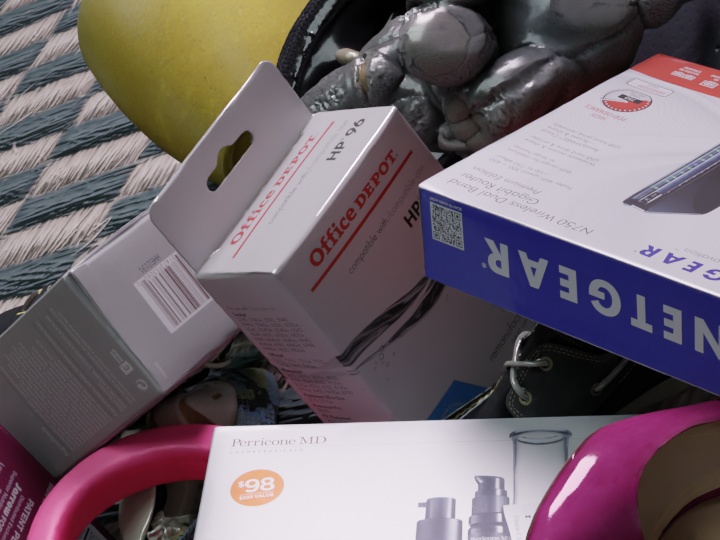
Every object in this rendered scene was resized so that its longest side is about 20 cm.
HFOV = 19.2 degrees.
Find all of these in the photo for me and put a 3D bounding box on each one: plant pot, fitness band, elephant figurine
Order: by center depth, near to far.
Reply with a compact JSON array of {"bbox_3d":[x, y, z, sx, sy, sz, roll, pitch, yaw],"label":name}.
[{"bbox_3d":[-0.070,0.140,1.046,0.200,0.037,0.144,8,50,25],"label":"fitness band"},{"bbox_3d":[0.053,-0.107,1.116,0.142,0.155,0.200,-57,3,-22],"label":"elephant figurine"},{"bbox_3d":[-0.065,-0.130,1.370,0.200,0.200,0.142,-34,56,10],"label":"plant pot"}]

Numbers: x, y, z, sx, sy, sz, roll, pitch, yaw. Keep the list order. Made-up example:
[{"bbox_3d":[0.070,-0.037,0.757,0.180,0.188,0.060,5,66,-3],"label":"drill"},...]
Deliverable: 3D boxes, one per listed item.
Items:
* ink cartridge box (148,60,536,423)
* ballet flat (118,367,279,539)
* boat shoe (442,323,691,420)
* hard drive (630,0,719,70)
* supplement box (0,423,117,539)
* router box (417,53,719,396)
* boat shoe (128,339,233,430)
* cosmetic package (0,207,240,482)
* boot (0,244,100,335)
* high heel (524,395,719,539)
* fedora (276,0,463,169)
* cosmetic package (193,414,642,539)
[{"bbox_3d":[0.000,0.000,1.063,0.068,0.200,0.116,-1,47,50],"label":"ink cartridge box"},{"bbox_3d":[-0.092,0.108,1.159,0.074,0.074,0.200,-24,32,26],"label":"ballet flat"},{"bbox_3d":[0.091,0.049,1.012,0.200,0.068,0.072,-35,34,-1],"label":"boat shoe"},{"bbox_3d":[0.165,-0.119,1.107,0.135,0.042,0.200,12,91,53],"label":"hard drive"},{"bbox_3d":[-0.224,0.152,1.111,0.131,0.200,0.103,-20,34,32],"label":"supplement box"},{"bbox_3d":[0.158,-0.023,0.943,0.200,0.049,0.179,22,39,39],"label":"router box"},{"bbox_3d":[-0.098,0.033,1.224,0.071,0.064,0.200,-11,-20,-32],"label":"boat shoe"},{"bbox_3d":[-0.155,0.055,1.154,0.200,0.090,0.107,-35,6,39],"label":"cosmetic package"},{"bbox_3d":[-0.223,0.083,1.350,0.154,0.073,0.204,-28,27,27],"label":"boot"},{"bbox_3d":[0.151,0.084,0.848,0.096,0.067,0.200,3,29,45],"label":"high heel"},{"bbox_3d":[0.049,-0.103,1.233,0.200,0.092,0.201,-7,73,24],"label":"fedora"},{"bbox_3d":[0.028,0.130,0.916,0.200,0.052,0.151,-2,35,6],"label":"cosmetic package"}]
